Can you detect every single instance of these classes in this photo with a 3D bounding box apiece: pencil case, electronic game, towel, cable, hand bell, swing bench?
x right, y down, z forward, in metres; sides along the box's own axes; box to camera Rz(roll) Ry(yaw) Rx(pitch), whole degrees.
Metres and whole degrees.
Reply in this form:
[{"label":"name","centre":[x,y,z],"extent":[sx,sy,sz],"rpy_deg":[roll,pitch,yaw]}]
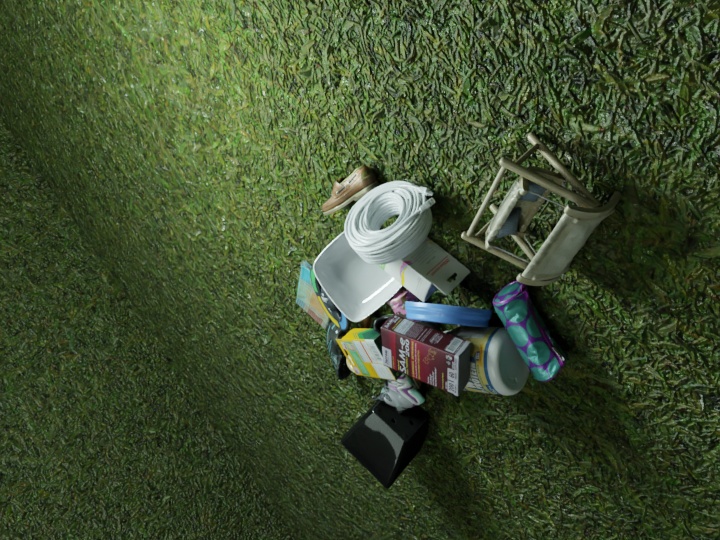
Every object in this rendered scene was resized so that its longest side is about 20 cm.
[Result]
[{"label":"pencil case","centre":[0.140,0.134,1.525],"extent":[0.086,0.082,0.203],"rpy_deg":[-16,108,53]},{"label":"pencil case","centre":[0.357,0.126,1.269],"extent":[0.092,0.085,0.203],"rpy_deg":[-24,100,54]},{"label":"electronic game","centre":[-0.085,0.076,1.690],"extent":[0.201,0.041,0.203],"rpy_deg":[51,158,30]},{"label":"towel","centre":[-0.138,0.080,1.849],"extent":[0.146,0.022,0.203],"rpy_deg":[40,143,20]},{"label":"cable","centre":[0.061,-0.107,1.318],"extent":[0.199,0.200,0.070],"rpy_deg":[37,171,49]},{"label":"hand bell","centre":[0.013,0.186,1.705],"extent":[0.103,0.103,0.205],"rpy_deg":[28,134,29]},{"label":"swing bench","centre":[0.319,-0.094,1.088],"extent":[0.199,0.129,0.201],"rpy_deg":[40,142,16]}]

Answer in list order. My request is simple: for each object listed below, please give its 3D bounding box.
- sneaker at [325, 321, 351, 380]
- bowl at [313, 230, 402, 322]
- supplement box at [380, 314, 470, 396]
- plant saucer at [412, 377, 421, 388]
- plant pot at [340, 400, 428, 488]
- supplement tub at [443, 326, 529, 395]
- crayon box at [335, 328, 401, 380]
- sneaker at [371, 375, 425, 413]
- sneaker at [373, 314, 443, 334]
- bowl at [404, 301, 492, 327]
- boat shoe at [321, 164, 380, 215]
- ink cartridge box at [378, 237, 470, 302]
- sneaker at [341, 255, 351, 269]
[{"label":"sneaker","centre":[-0.064,0.246,1.877],"extent":[0.079,0.074,0.206],"rpy_deg":[30,132,44]},{"label":"bowl","centre":[0.000,0.000,1.520],"extent":[0.198,0.075,0.202],"rpy_deg":[-39,90,13]},{"label":"supplement box","centre":[0.141,0.183,1.327],"extent":[0.196,0.061,0.112],"rpy_deg":[18,127,32]},{"label":"plant saucer","centre":[0.118,0.210,1.589],"extent":[0.204,0.035,0.200],"rpy_deg":[61,-179,-1]},{"label":"plant pot","centre":[0.089,0.471,1.788],"extent":[0.198,0.199,0.180],"rpy_deg":[39,133,17]},{"label":"supplement tub","centre":[0.272,0.202,1.379],"extent":[0.197,0.144,0.148],"rpy_deg":[-6,116,50]},{"label":"crayon box","centre":[0.026,0.220,1.614],"extent":[0.198,0.051,0.128],"rpy_deg":[-8,116,57]},{"label":"sneaker","centre":[0.081,0.315,1.700],"extent":[0.138,0.078,0.203],"rpy_deg":[-31,95,17]},{"label":"sneaker","centre":[0.109,0.151,1.424],"extent":[0.196,0.082,0.080],"rpy_deg":[6,92,41]},{"label":"bowl","centre":[0.194,0.098,1.347],"extent":[0.197,0.197,0.041],"rpy_deg":[3,86,46]},{"label":"boat shoe","centre":[-0.032,-0.195,1.461],"extent":[0.197,0.072,0.069],"rpy_deg":[-24,99,44]},{"label":"ink cartridge box","centre":[0.138,-0.010,1.373],"extent":[0.199,0.116,0.068],"rpy_deg":[39,139,19]},{"label":"sneaker","centre":[-0.005,0.033,1.634],"extent":[0.073,0.071,0.204],"rpy_deg":[13,136,19]}]
